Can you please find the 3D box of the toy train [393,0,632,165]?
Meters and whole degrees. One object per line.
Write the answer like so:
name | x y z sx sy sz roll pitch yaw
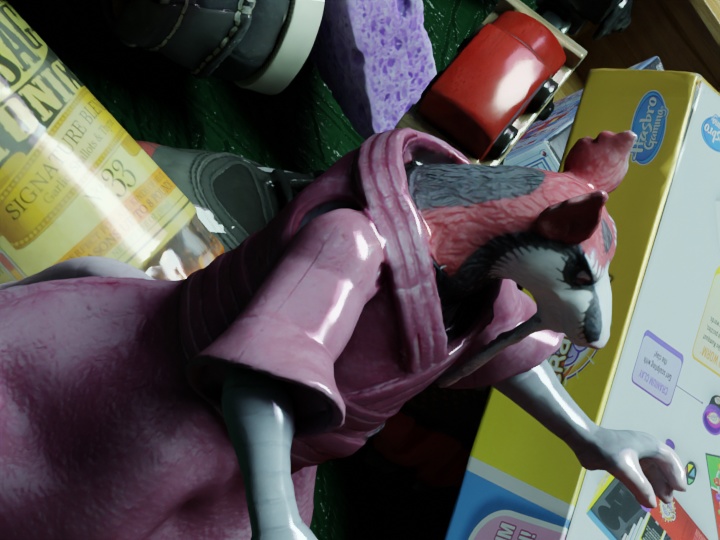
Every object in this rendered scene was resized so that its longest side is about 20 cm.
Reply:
toy train | 0.035 -0.046 0.796 0.034 0.046 0.200 40 64 2

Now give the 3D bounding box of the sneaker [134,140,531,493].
sneaker | 0.000 0.000 0.841 0.200 0.098 0.071 28 38 -43

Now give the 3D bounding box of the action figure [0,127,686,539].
action figure | -0.018 0.017 0.663 0.134 0.200 0.149 1 57 -61

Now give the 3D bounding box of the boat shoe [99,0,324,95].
boat shoe | -0.070 -0.140 0.932 0.067 0.072 0.200 5 44 -27

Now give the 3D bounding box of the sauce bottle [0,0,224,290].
sauce bottle | -0.121 -0.054 0.733 0.200 0.066 0.066 46 26 -8

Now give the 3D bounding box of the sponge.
sponge | -0.014 -0.150 0.933 0.112 0.030 0.200 -119 -164 -62

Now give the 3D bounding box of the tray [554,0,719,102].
tray | 0.150 -0.029 1.134 0.037 0.099 0.200 -25 80 -46

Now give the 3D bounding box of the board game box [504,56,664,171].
board game box | 0.088 0.019 0.991 0.200 0.062 0.200 3 64 -68

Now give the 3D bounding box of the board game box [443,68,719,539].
board game box | 0.094 0.062 0.849 0.153 0.040 0.200 33 70 -47
